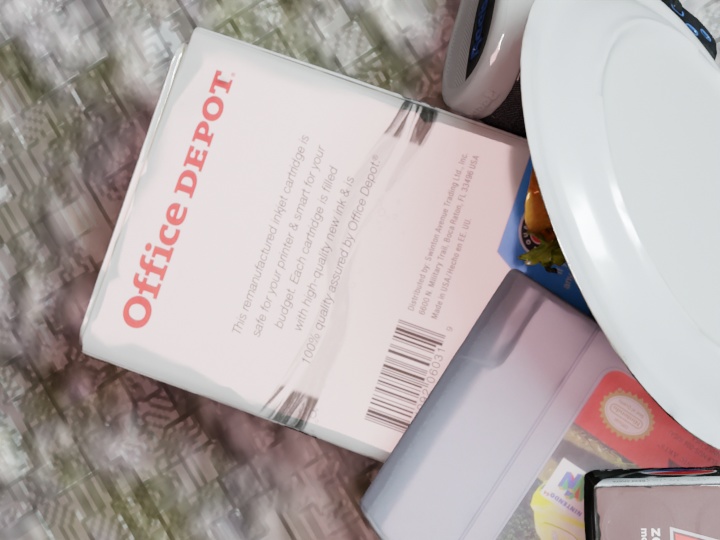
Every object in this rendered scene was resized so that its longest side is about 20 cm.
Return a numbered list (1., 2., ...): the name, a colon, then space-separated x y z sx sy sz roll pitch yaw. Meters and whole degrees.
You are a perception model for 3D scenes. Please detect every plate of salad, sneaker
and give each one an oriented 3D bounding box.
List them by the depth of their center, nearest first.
1. plate of salad: 0.116 -0.022 0.751 0.048 0.200 0.201 -25 82 34
2. sneaker: 0.108 -0.137 0.850 0.111 0.073 0.201 23 69 -19

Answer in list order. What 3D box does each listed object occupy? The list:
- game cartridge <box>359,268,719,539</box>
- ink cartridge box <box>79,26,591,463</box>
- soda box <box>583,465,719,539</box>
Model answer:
1. game cartridge: 0.107 0.108 0.762 0.199 0.041 0.134 33 94 4
2. ink cartridge box: 0.000 0.000 0.834 0.199 0.084 0.147 20 89 7
3. soda box: 0.119 0.174 0.711 0.070 0.063 0.202 -2 88 3
